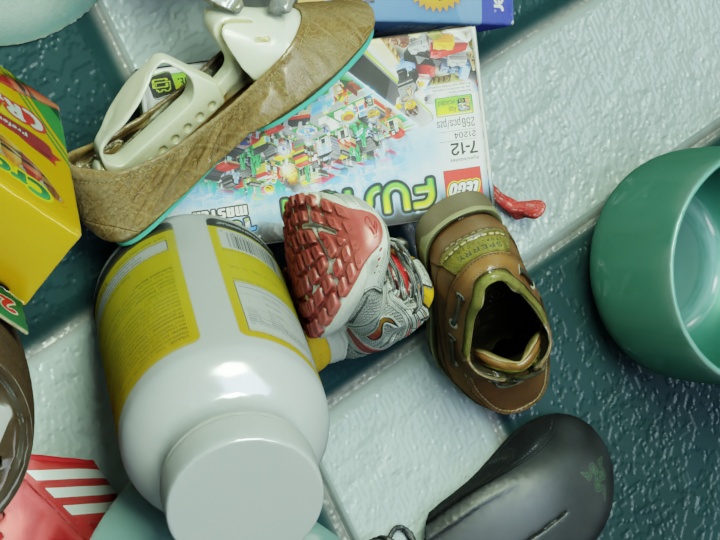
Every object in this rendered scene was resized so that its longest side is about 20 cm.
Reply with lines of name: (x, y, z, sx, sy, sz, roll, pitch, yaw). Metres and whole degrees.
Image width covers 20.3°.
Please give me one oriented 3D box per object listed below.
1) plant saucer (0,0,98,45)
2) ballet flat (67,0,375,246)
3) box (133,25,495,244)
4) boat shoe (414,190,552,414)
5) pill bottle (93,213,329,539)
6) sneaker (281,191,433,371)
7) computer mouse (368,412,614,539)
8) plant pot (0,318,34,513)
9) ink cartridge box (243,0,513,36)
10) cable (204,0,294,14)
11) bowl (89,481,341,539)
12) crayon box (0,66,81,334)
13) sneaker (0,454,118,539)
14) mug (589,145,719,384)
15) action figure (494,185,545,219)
plant saucer: (-0.201, -0.225, 1.096, 0.199, 0.039, 0.203, -1, 91, -31)
ballet flat: (-0.082, -0.098, 1.099, 0.199, 0.068, 0.072, -38, 126, 0)
box: (-0.025, -0.075, 1.167, 0.198, 0.035, 0.111, -9, 97, -10)
boat shoe: (0.078, 0.040, 1.202, 0.072, 0.068, 0.200, -29, 143, -1)
pill bottle: (-0.078, 0.063, 1.070, 0.111, 0.201, 0.113, -6, 123, -10)
sneaker: (0.000, 0.000, 1.128, 0.081, 0.200, 0.079, -13, 78, -7)
computer mouse: (0.099, 0.173, 1.275, 0.200, 0.053, 0.139, -43, 110, -23)
plant pot: (-0.233, 0.063, 0.977, 0.185, 0.200, 0.189, -5, 100, -28)
ink cartridge box: (0.017, -0.211, 1.207, 0.198, 0.076, 0.138, -4, 93, -32)
cable: (-0.082, -0.259, 1.076, 0.199, 0.069, 0.201, 29, 69, -3)
bowl: (-0.065, 0.207, 1.103, 0.200, 0.104, 0.203, -14, 107, -55)
crayon box: (-0.206, -0.061, 1.005, 0.127, 0.200, 0.051, 35, 105, -27)
sneaker: (-0.210, 0.171, 1.091, 0.199, 0.078, 0.116, -34, 99, -38)
mug: (0.237, -0.009, 1.317, 0.184, 0.114, 0.153, -23, 102, -29)
action figure: (0.031, -0.078, 1.234, 0.199, 0.052, 0.066, 37, 77, -24)
